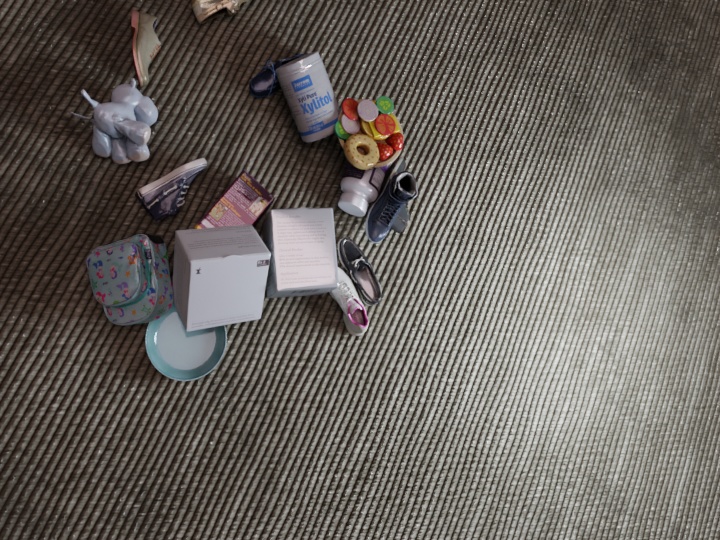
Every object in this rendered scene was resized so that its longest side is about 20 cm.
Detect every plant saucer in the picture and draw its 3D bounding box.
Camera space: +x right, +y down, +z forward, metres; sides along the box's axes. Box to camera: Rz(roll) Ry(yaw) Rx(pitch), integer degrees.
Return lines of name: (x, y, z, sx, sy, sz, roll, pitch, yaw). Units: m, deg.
plant saucer: (-0.433, 0.171, 1.512, 0.194, 0.036, 0.206, 3, 80, -17)

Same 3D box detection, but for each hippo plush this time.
hippo plush: (-0.598, -0.378, 1.516, 0.198, 0.158, 0.164, 32, 42, -24)

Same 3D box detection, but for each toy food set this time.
toy food set: (0.025, -0.371, 1.614, 0.196, 0.049, 0.203, -19, 82, -22)

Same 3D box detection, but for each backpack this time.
backpack: (-0.541, 0.026, 1.437, 0.173, 0.150, 0.206, -13, 91, 13)

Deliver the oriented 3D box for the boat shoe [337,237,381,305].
boat shoe: (0.000, 0.000, 1.658, 0.072, 0.060, 0.205, -22, 88, -18)

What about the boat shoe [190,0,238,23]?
boat shoe: (-0.361, -0.729, 1.662, 0.196, 0.072, 0.067, -24, 97, -16)

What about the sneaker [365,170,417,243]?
sneaker: (0.082, -0.170, 1.606, 0.075, 0.146, 0.207, 25, 87, -13)

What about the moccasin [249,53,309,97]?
moccasin: (-0.223, -0.552, 1.674, 0.199, 0.068, 0.081, -39, 93, -18)

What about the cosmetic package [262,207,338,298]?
cosmetic package: (-0.158, -0.043, 1.562, 0.162, 0.166, 0.206, -2, 83, -17)

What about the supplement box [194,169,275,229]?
supplement box: (-0.325, -0.141, 1.568, 0.110, 0.086, 0.202, 39, 73, -7)

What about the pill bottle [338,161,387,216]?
pill bottle: (0.009, -0.259, 1.675, 0.109, 0.111, 0.205, 23, 75, -12)

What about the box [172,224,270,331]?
box: (-0.335, 0.014, 1.448, 0.194, 0.204, 0.131, -7, 38, -31)

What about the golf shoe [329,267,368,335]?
golf shoe: (-0.030, 0.075, 1.622, 0.074, 0.091, 0.204, -28, 88, -17)

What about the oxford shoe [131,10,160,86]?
oxford shoe: (-0.555, -0.578, 1.577, 0.072, 0.071, 0.206, -2, 82, -19)

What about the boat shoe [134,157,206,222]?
boat shoe: (-0.465, -0.202, 1.549, 0.197, 0.075, 0.094, -31, 97, -11)

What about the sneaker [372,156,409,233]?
sneaker: (0.105, -0.212, 1.724, 0.104, 0.075, 0.205, 24, 84, -15)

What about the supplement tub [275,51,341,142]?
supplement tub: (-0.133, -0.462, 1.623, 0.130, 0.131, 0.204, -32, 114, -19)
